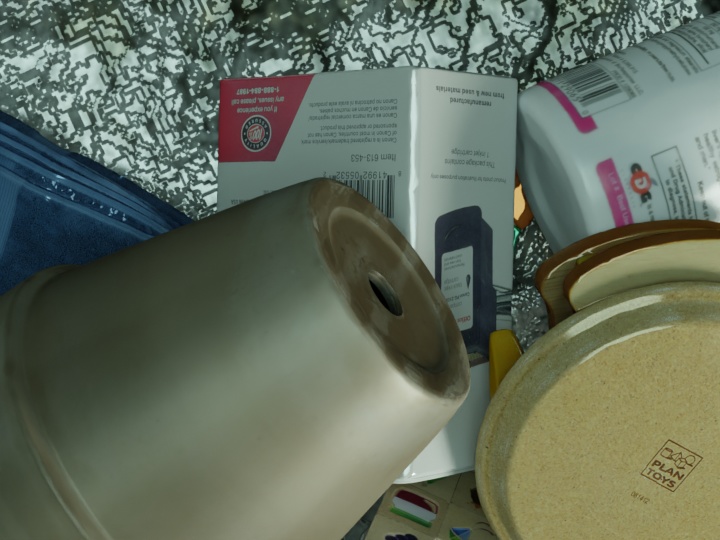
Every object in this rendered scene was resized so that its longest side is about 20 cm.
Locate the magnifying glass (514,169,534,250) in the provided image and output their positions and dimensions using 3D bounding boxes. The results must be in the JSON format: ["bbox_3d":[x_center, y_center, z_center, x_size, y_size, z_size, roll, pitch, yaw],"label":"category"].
[{"bbox_3d":[0.069,-0.010,0.930,0.080,0.022,0.200,33,91,2],"label":"magnifying glass"}]

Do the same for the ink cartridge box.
[{"bbox_3d":[0.000,0.000,0.869,0.145,0.084,0.201,3,92,44],"label":"ink cartridge box"}]

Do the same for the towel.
[{"bbox_3d":[-0.180,-0.016,0.899,0.200,0.049,0.112,27,112,14],"label":"towel"}]

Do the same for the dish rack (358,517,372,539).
[{"bbox_3d":[0.006,0.204,0.866,0.200,0.055,0.154,24,76,33],"label":"dish rack"}]

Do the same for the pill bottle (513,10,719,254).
[{"bbox_3d":[0.188,-0.074,0.872,0.200,0.113,0.114,-22,90,-7],"label":"pill bottle"}]

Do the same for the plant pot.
[{"bbox_3d":[-0.052,0.054,0.752,0.173,0.200,0.200,-34,89,19],"label":"plant pot"}]

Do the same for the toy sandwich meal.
[{"bbox_3d":[0.143,0.071,0.824,0.205,0.070,0.206,-3,119,-6],"label":"toy sandwich meal"}]

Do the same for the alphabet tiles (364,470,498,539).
[{"bbox_3d":[0.103,0.157,0.863,0.200,0.167,0.008,24,120,5],"label":"alphabet tiles"}]
